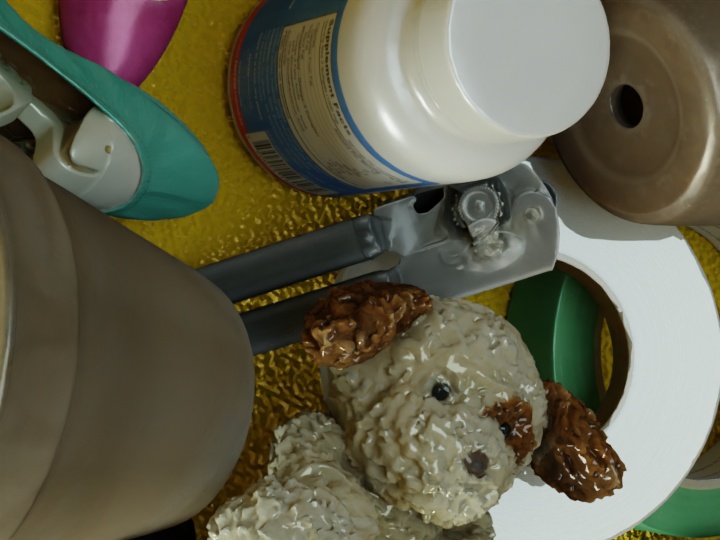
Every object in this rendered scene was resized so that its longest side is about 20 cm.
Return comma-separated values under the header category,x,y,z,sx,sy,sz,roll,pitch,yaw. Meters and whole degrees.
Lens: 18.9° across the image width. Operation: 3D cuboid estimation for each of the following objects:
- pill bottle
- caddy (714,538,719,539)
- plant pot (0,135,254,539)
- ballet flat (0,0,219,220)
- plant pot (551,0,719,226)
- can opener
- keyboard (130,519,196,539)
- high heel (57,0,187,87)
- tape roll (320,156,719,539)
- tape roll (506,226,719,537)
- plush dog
category,x,y,z,sx,sy,sz,roll,pitch,yaw
pill bottle,0.026,-0.093,0.988,0.112,0.200,0.112,1,88,-28
caddy,0.173,0.230,1.138,0.200,0.105,0.141,-38,86,-24
plant pot,-0.144,0.045,0.915,0.173,0.200,0.200,14,83,-45
ballet flat,-0.150,-0.071,0.960,0.200,0.067,0.070,38,32,-21
plant pot,0.187,-0.096,1.038,0.174,0.200,0.201,-18,100,-37
can opener,0.000,0.000,1.029,0.200,0.067,0.053,-17,90,7
keyboard,-0.122,0.220,1.013,0.127,0.021,0.200,-9,94,-36
high heel,-0.080,-0.174,0.987,0.067,0.096,0.200,26,78,-28
tape roll,0.080,0.042,1.075,0.202,0.037,0.203,0,89,-7
tape roll,0.172,0.042,1.164,0.200,0.048,0.201,-1,91,-30
plush dog,0.020,0.094,0.990,0.200,0.160,0.172,32,90,-29
